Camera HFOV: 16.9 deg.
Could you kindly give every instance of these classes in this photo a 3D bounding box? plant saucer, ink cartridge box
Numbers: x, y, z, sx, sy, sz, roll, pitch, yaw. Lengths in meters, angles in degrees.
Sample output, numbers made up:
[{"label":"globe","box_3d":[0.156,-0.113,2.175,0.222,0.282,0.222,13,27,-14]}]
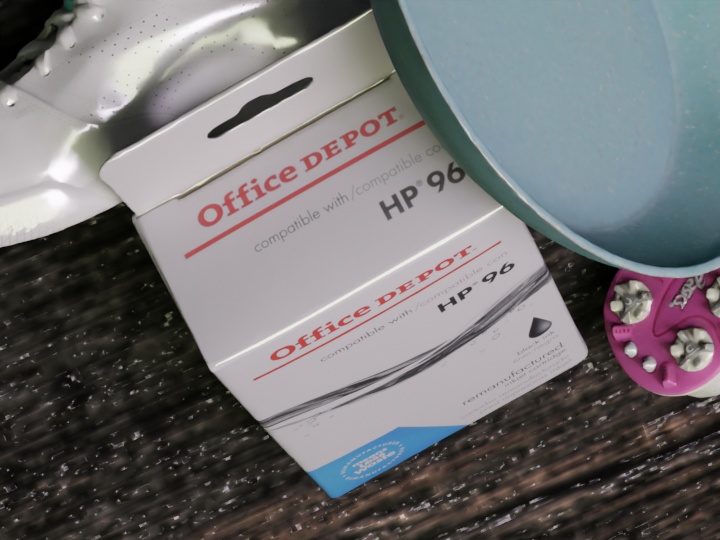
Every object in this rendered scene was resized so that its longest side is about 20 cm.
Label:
[{"label":"plant saucer","box_3d":[0.064,-0.087,0.790,0.200,0.201,0.036,31,141,-34]},{"label":"ink cartridge box","box_3d":[0.000,0.000,0.836,0.116,0.068,0.200,-30,155,3]}]

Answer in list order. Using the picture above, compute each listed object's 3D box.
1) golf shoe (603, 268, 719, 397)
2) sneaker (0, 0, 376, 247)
[{"label":"golf shoe","box_3d":[0.181,-0.029,0.938,0.200,0.075,0.091,-47,146,15]},{"label":"sneaker","box_3d":[-0.084,-0.075,0.814,0.200,0.075,0.089,-24,116,-9]}]
